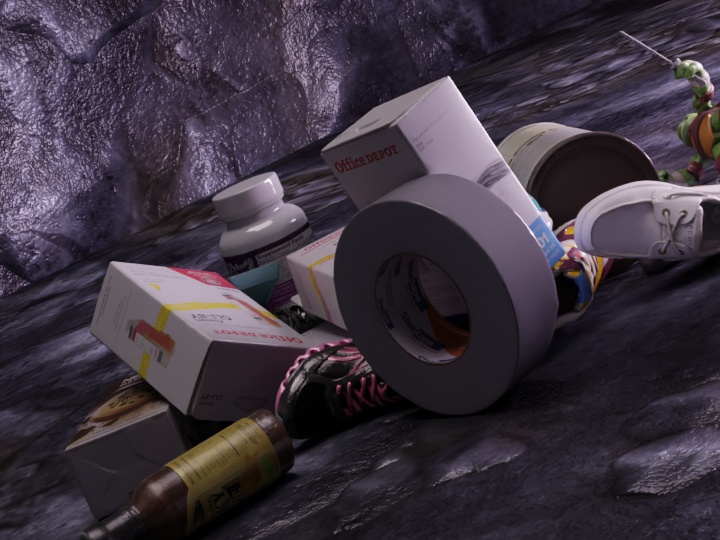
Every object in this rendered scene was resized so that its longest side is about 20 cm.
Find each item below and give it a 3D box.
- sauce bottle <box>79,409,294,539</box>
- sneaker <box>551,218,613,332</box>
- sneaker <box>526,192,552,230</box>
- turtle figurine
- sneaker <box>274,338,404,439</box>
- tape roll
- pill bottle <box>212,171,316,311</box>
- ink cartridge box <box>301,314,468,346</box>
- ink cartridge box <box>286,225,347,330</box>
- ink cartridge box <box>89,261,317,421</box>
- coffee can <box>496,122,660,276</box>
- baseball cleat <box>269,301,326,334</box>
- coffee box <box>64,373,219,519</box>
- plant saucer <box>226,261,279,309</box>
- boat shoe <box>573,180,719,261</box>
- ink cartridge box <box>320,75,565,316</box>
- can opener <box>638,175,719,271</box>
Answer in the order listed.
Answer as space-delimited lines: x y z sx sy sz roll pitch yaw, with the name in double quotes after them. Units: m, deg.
-0.149 0.193 1.304 0.199 0.065 0.064 -30 14 -27 "sauce bottle"
0.201 0.010 1.443 0.200 0.075 0.090 -41 18 -31 "sneaker"
0.112 -0.070 1.507 0.078 0.080 0.199 -52 31 -17 "sneaker"
0.369 -0.155 1.698 0.145 0.199 0.194 -57 19 -1 "turtle figurine"
0.012 0.101 1.415 0.199 0.080 0.095 -29 24 -23 "sneaker"
0.072 0.021 1.307 0.199 0.202 0.066 -11 16 46 "tape roll"
-0.100 -0.008 1.773 0.111 0.202 0.112 -21 11 4 "pill bottle"
0.014 0.071 1.589 0.197 0.044 0.200 -27 11 -22 "ink cartridge box"
0.000 0.000 1.596 0.116 0.068 0.199 -27 21 -21 "ink cartridge box"
-0.157 0.071 1.509 0.144 0.084 0.199 8 18 -43 "ink cartridge box"
0.222 -0.081 1.614 0.145 0.148 0.200 -23 11 -4 "coffee can"
-0.097 0.071 1.669 0.199 0.070 0.107 -34 -28 -12 "baseball cleat"
-0.215 0.162 1.527 0.112 0.081 0.200 -21 12 7 "coffee box"
-0.142 0.066 1.705 0.069 0.019 0.201 -20 -27 -33 "plant saucer"
0.300 -0.044 1.415 0.197 0.072 0.069 -8 21 -15 "boat shoe"
0.075 -0.063 1.395 0.086 0.201 0.146 -40 13 -26 "ink cartridge box"
0.361 -0.062 1.498 0.199 0.054 0.067 -29 12 -23 "can opener"
